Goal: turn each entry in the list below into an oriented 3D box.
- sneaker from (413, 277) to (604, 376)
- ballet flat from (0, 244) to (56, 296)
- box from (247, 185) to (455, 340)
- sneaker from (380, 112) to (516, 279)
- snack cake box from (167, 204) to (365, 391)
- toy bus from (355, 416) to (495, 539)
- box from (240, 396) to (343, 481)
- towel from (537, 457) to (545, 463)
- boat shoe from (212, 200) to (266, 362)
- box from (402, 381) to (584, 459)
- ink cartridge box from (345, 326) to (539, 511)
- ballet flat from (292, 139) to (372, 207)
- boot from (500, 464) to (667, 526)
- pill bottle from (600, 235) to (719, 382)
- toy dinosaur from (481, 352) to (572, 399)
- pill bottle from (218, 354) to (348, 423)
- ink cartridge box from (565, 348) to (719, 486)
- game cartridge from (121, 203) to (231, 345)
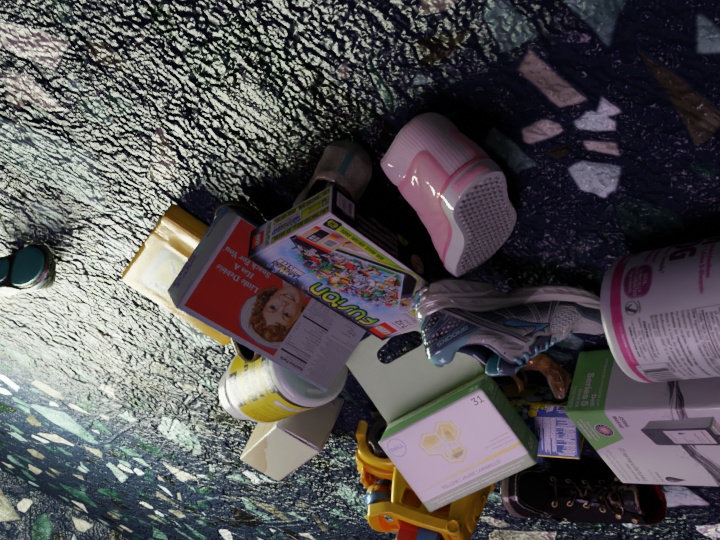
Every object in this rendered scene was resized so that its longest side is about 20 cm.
[{"bbox_3d":[0.149,0.062,0.778,0.200,0.086,0.078,2,159,-10],"label":"sneaker"},{"bbox_3d":[-0.492,0.004,1.195,0.200,0.074,0.074,-4,137,39],"label":"ballet flat"},{"bbox_3d":[0.000,0.000,0.795,0.110,0.035,0.200,-26,137,33],"label":"box"},{"bbox_3d":[0.077,-0.069,0.715,0.105,0.075,0.200,48,174,23],"label":"sneaker"},{"bbox_3d":[-0.091,0.032,0.875,0.200,0.115,0.067,34,180,-27],"label":"snack cake box"},{"bbox_3d":[0.071,0.319,1.119,0.200,0.192,0.136,11,153,24],"label":"toy bus"},{"bbox_3d":[-0.107,0.245,1.232,0.078,0.095,0.200,31,145,-7],"label":"box"},{"bbox_3d":[0.143,0.195,1.028,0.200,0.049,0.112,12,155,18],"label":"towel"},{"bbox_3d":[-0.130,0.018,0.926,0.072,0.068,0.200,-1,126,14],"label":"boat shoe"},{"bbox_3d":[0.152,0.167,0.926,0.200,0.070,0.064,1,101,19],"label":"box"},{"bbox_3d":[0.079,0.149,0.879,0.145,0.048,0.200,-33,98,27],"label":"ink cartridge box"},{"bbox_3d":[-0.041,-0.054,0.810,0.067,0.062,0.200,25,147,2],"label":"ballet flat"},{"bbox_3d":[0.282,0.284,1.021,0.150,0.073,0.200,-11,151,39],"label":"boot"},{"bbox_3d":[0.307,0.025,0.644,0.200,0.113,0.113,-15,129,44],"label":"pill bottle"},{"bbox_3d":[0.140,0.075,0.891,0.200,0.060,0.106,33,132,9],"label":"toy dinosaur"},{"bbox_3d":[-0.112,0.144,1.080,0.111,0.111,0.200,37,145,-17],"label":"pill bottle"},{"bbox_3d":[0.335,0.147,0.816,0.200,0.084,0.146,-11,132,42],"label":"ink cartridge box"},{"bbox_3d":[-0.204,0.014,1.036,0.176,0.032,0.200,35,146,-13],"label":"game cartridge"}]
